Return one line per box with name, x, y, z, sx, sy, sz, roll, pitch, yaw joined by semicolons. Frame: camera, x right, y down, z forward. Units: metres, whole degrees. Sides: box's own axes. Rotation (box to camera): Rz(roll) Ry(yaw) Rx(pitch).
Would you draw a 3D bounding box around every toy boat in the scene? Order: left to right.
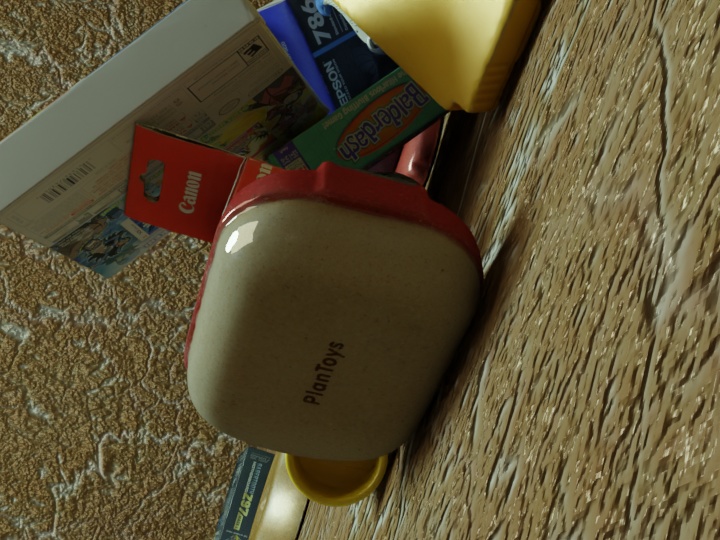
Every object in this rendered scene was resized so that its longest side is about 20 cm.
toy boat;-0.016;0.007;0.710;0.200;0.130;0.131;113;168;-47

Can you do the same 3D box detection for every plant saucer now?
plant saucer;-0.080;0.234;1.343;0.200;0.035;0.201;-162;90;-86

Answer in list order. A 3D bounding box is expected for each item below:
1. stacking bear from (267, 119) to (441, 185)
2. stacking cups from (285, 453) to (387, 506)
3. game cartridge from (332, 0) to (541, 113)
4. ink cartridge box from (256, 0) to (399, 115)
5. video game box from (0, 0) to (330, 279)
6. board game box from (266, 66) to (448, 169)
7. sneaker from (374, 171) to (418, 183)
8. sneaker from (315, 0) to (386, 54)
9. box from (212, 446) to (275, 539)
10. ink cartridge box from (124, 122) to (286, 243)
stacking bear;-0.041;-0.120;1.168;0.122;0.199;0.114;113;174;-52
stacking cups;-0.015;0.099;0.882;0.200;0.060;0.061;-101;29;-86
game cartridge;0.050;-0.214;0.787;0.176;0.032;0.200;49;136;32
ink cartridge box;-0.007;-0.184;1.066;0.200;0.100;0.039;-35;18;-32
video game box;-0.128;-0.084;0.881;0.200;0.047;0.182;-36;-18;2
board game box;0.000;-0.097;0.996;0.152;0.045;0.200;-34;2;-6
sneaker;0.001;0.000;1.050;0.201;0.067;0.108;121;169;-64
sneaker;0.035;-0.184;0.907;0.200;0.077;0.085;31;135;44
box;-0.180;0.356;2.086;0.200;0.051;0.158;124;163;-74
ink cartridge box;-0.052;-0.012;0.833;0.109;0.199;0.050;114;174;-58
